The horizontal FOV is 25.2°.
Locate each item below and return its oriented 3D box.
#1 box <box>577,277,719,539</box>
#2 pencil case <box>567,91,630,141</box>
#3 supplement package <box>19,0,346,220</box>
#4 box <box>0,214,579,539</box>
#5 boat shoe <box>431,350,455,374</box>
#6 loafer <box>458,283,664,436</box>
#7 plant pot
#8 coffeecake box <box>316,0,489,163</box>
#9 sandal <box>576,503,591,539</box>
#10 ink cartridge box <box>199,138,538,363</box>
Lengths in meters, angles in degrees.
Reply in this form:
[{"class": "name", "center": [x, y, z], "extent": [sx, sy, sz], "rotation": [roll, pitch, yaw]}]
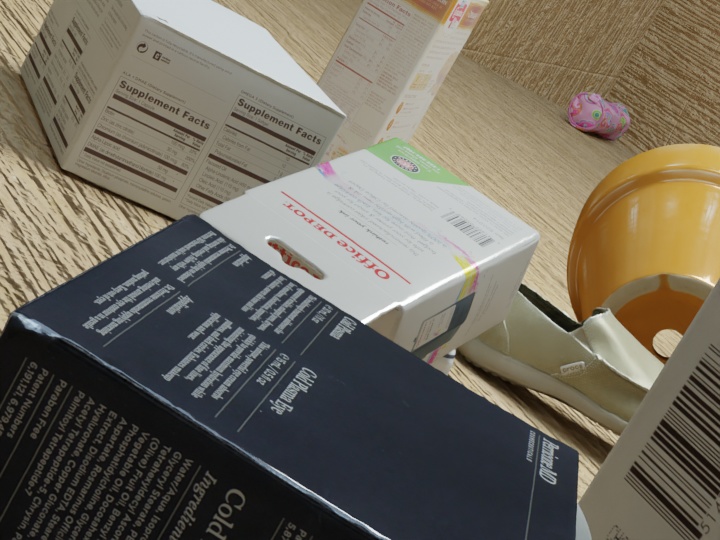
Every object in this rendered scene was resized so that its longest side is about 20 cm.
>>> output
[{"class": "box", "center": [0.230, 0.123, 0.766], "extent": [0.130, 0.200, 0.200], "rotation": [20, 16, -37]}, {"class": "pencil case", "center": [0.503, -0.325, 3.379], "extent": [0.087, 0.088, 0.199], "rotation": [36, 14, 24]}, {"class": "supplement package", "center": [-0.125, -0.120, 1.081], "extent": [0.155, 0.111, 0.200], "rotation": [24, 15, -28]}, {"class": "box", "center": [-0.029, 0.083, 0.539], "extent": [0.181, 0.105, 0.200], "rotation": [30, 13, 3]}, {"class": "boat shoe", "center": [0.035, 0.011, 1.049], "extent": [0.073, 0.066, 0.200], "rotation": [28, 13, -12]}, {"class": "loafer", "center": [0.163, 0.062, 1.078], "extent": [0.198, 0.069, 0.076], "rotation": [21, 12, 12]}, {"class": "plant pot", "center": [0.253, 0.024, 1.265], "extent": [0.199, 0.201, 0.183], "rotation": [31, 28, 2]}, {"class": "coffeecake box", "center": [0.021, -0.166, 1.389], "extent": [0.073, 0.201, 0.153], "rotation": [32, 12, 9]}, {"class": "sandal", "center": [0.012, 0.092, 0.714], "extent": [0.201, 0.083, 0.050], "rotation": [28, -30, -6]}, {"class": "ink cartridge box", "center": [0.000, 0.000, 0.904], "extent": [0.117, 0.068, 0.199], "rotation": [36, 32, 22]}]
